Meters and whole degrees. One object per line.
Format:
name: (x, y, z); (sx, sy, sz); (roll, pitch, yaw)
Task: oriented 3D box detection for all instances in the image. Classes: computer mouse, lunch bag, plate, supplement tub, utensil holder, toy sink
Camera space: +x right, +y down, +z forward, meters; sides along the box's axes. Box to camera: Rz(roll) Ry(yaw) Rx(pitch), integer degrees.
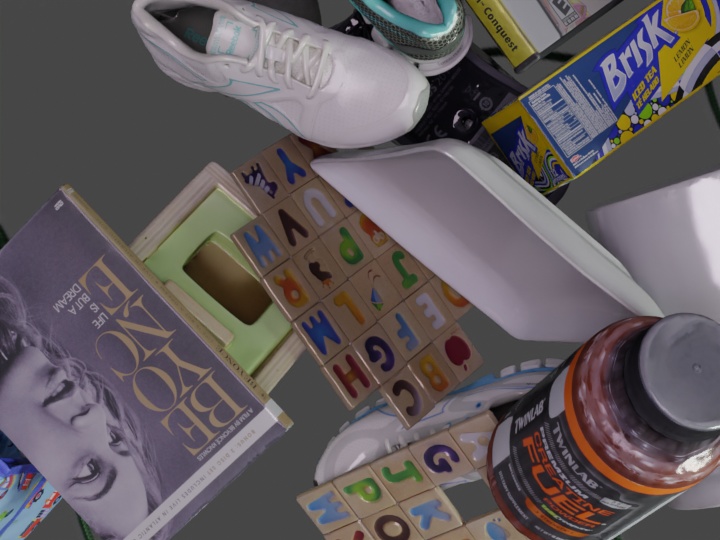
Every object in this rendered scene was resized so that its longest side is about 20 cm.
computer mouse: (0.065, -0.114, 1.416); (0.139, 0.053, 0.200); (-46, 78, 8)
lunch bag: (-0.271, 0.158, 1.382); (0.094, 0.200, 0.151); (43, 96, 0)
plate: (0.083, -0.022, 1.330); (0.200, 0.199, 0.032); (39, 75, -19)
supplement tub: (0.156, 0.093, 1.262); (0.107, 0.200, 0.107); (8, 65, -16)
utensil holder: (0.246, 0.032, 1.354); (0.170, 0.170, 0.200); (-19, 92, 5)
toy sink: (-0.117, 0.049, 1.356); (0.130, 0.112, 0.200); (41, 53, 1)

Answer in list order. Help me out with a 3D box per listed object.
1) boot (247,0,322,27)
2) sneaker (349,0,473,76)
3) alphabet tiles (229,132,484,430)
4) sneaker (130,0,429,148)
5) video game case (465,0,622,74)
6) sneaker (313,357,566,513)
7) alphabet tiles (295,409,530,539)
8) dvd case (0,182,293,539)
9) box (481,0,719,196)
boot: (-0.007, -0.211, 1.386); (0.200, 0.073, 0.182); (-40, 75, 5)
sneaker: (0.000, -0.208, 1.304); (0.078, 0.091, 0.200); (-45, 93, -2)
alphabet tiles: (0.000, 0.000, 1.381); (0.006, 0.166, 0.200); (-33, 92, 40)
sneaker: (-0.055, -0.128, 1.310); (0.200, 0.080, 0.071); (17, 85, 18)
video game case: (0.106, -0.238, 1.343); (0.181, 0.200, 0.025); (54, 137, -1)
sneaker: (0.059, 0.113, 1.414); (0.200, 0.087, 0.075); (-23, 94, 7)
alphabet tiles: (0.075, 0.199, 1.414); (0.167, 0.008, 0.200); (-27, 107, 32)
dvd case: (-0.159, 0.068, 1.293); (0.200, 0.016, 0.149); (47, 113, -1)
box: (0.180, -0.129, 1.357); (0.200, 0.070, 0.064); (-35, 92, -20)
